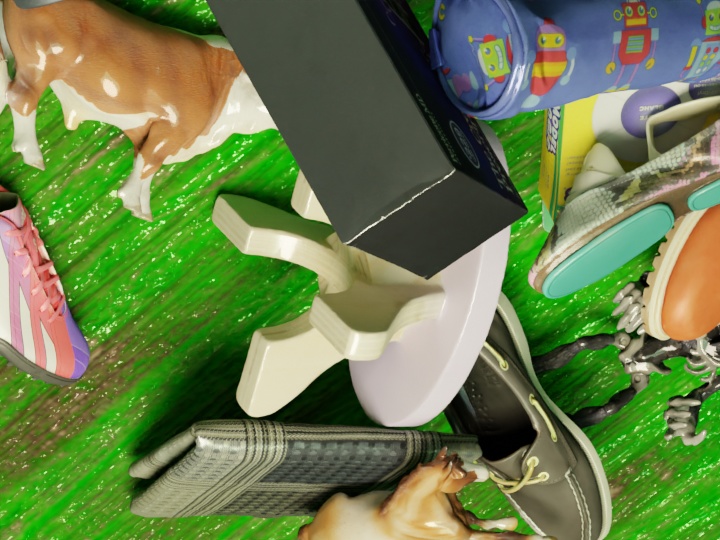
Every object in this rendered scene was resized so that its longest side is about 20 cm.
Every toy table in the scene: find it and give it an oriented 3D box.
[{"bbox_3d":[0.000,0.000,1.603,0.117,0.184,0.201,2,105,-33],"label":"toy table"}]

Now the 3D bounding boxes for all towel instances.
[{"bbox_3d":[-0.041,0.126,1.714,0.192,0.035,0.200,2,162,-18],"label":"towel"}]

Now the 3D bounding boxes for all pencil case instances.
[{"bbox_3d":[0.122,-0.132,1.478,0.200,0.087,0.078,-12,104,-41],"label":"pencil case"}]

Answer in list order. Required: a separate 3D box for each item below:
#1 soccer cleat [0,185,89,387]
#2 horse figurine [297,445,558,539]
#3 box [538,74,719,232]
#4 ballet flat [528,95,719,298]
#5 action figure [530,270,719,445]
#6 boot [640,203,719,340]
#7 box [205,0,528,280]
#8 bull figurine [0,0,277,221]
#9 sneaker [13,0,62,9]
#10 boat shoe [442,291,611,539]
[{"bbox_3d":[-0.216,-0.005,1.605,0.073,0.068,0.200,-35,125,10],"label":"soccer cleat"},{"bbox_3d":[0.027,0.162,1.694,0.200,0.050,0.132,-15,155,43],"label":"horse figurine"},{"bbox_3d":[0.172,-0.101,1.634,0.117,0.048,0.200,-6,130,-9],"label":"box"},{"bbox_3d":[0.180,-0.056,1.598,0.200,0.071,0.069,-29,159,2],"label":"ballet flat"},{"bbox_3d":[0.192,0.057,1.722,0.200,0.102,0.119,-26,96,13],"label":"action figure"},{"bbox_3d":[0.263,-0.019,1.633,0.200,0.107,0.075,-44,143,-9],"label":"boot"},{"bbox_3d":[-0.003,-0.105,1.461,0.079,0.200,0.141,-34,163,15],"label":"box"},{"bbox_3d":[-0.134,-0.101,1.537,0.200,0.065,0.122,24,86,-20],"label":"bull figurine"},{"bbox_3d":[-0.117,-0.218,1.459,0.200,0.066,0.079,-32,110,3],"label":"sneaker"},{"bbox_3d":[0.094,0.104,1.693,0.072,0.061,0.202,-19,109,33],"label":"boat shoe"}]
